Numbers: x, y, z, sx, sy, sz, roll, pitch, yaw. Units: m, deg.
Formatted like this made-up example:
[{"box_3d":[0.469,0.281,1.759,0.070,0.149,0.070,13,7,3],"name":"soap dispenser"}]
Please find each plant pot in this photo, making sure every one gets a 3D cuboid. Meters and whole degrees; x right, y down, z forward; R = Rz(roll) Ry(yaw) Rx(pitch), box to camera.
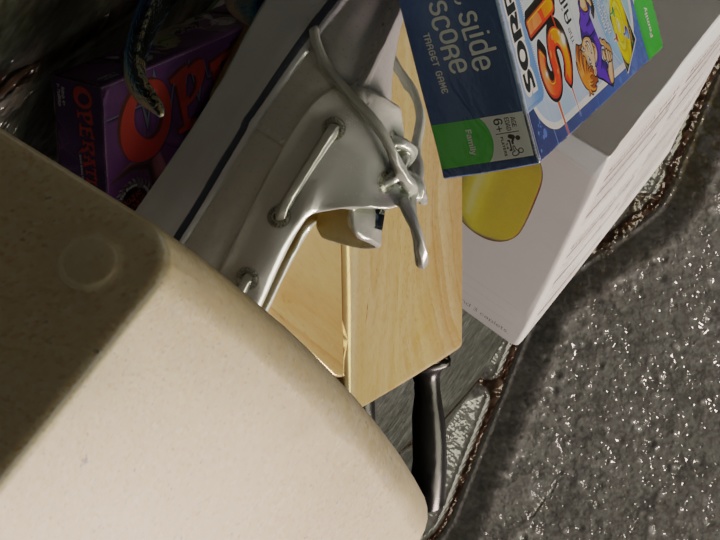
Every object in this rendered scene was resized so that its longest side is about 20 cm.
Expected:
[{"box_3d":[-0.123,0.049,0.670,0.200,0.200,0.177,-52,159,-19],"name":"plant pot"}]

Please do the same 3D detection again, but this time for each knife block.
[{"box_3d":[0.000,0.000,1.001,0.176,0.064,0.200,43,69,-52],"name":"knife block"}]

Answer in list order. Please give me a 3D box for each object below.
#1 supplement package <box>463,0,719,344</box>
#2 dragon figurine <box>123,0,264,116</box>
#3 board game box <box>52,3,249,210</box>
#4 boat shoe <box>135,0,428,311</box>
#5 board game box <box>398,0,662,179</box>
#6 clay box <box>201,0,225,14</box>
[{"box_3d":[0.074,-0.098,1.306,0.151,0.152,0.200,-50,171,-26],"name":"supplement package"},{"box_3d":[-0.026,-0.135,0.891,0.200,0.059,0.100,-47,169,-47],"name":"dragon figurine"},{"box_3d":[-0.033,-0.043,1.016,0.200,0.032,0.120,-29,122,-45],"name":"board game box"},{"box_3d":[-0.010,-0.030,0.876,0.202,0.086,0.075,-57,174,-4],"name":"boat shoe"},{"box_3d":[0.039,-0.145,0.857,0.135,0.034,0.201,-42,121,-60],"name":"board game box"},{"box_3d":[-0.057,-0.045,1.128,0.115,0.048,0.200,-49,171,-31],"name":"clay box"}]
